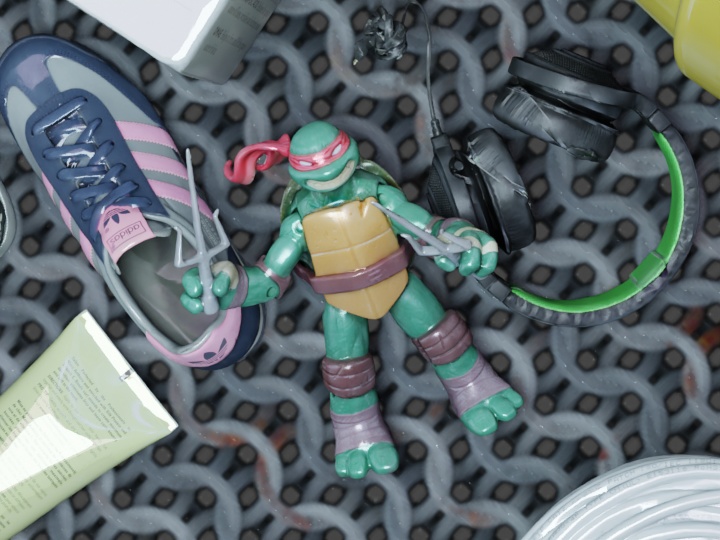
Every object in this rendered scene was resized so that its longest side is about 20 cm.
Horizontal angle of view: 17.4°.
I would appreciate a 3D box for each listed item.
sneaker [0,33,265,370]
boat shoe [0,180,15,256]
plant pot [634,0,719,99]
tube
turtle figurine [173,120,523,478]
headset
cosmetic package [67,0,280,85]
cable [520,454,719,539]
[{"bbox_3d":[-0.118,-0.037,1.174,0.070,0.082,0.200,-39,88,7],"label":"sneaker"},{"bbox_3d":[-0.247,-0.086,1.194,0.076,0.060,0.200,-41,88,5],"label":"boat shoe"},{"bbox_3d":[0.176,-0.193,1.096,0.189,0.201,0.201,34,95,17],"label":"plant pot"},{"bbox_3d":[-0.193,0.113,1.207,0.200,0.052,0.058,-40,130,2],"label":"tube"},{"bbox_3d":[0.000,0.000,1.137,0.149,0.101,0.200,-13,121,19],"label":"turtle figurine"},{"bbox_3d":[0.079,-0.057,1.150,0.200,0.094,0.124,42,95,-9],"label":"headset"},{"bbox_3d":[-0.088,-0.216,1.123,0.165,0.165,0.200,33,94,2],"label":"cosmetic package"},{"bbox_3d":[0.151,0.184,1.064,0.200,0.069,0.200,36,93,4],"label":"cable"}]
